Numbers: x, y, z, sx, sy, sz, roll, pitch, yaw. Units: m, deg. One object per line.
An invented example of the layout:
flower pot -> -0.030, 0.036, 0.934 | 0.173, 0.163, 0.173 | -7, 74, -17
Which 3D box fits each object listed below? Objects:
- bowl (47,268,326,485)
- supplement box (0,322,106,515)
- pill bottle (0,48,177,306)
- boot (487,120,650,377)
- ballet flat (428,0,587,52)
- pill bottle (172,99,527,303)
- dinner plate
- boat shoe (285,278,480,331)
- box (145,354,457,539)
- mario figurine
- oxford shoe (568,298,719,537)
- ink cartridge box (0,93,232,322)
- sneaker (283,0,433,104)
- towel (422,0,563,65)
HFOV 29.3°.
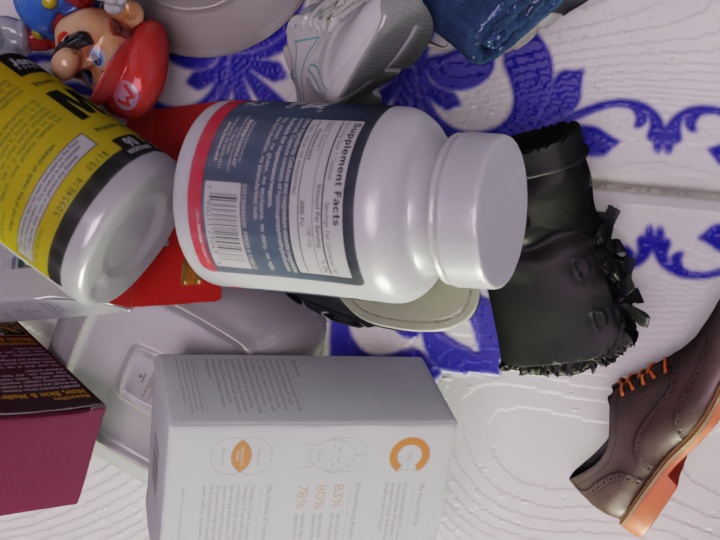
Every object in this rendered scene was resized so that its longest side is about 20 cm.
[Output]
bowl -> -0.146, 0.074, 1.039 | 0.198, 0.075, 0.202 | 29, 110, 6
supplement box -> -0.291, 0.090, 1.012 | 0.199, 0.109, 0.087 | 35, 113, 39
pill bottle -> -0.226, -0.076, 0.927 | 0.199, 0.114, 0.115 | 34, 109, 13
boot -> 0.095, -0.004, 0.965 | 0.196, 0.073, 0.165 | -12, 108, 22
ballet flat -> 0.076, -0.181, 0.925 | 0.197, 0.073, 0.074 | 7, 105, 19
pill bottle -> -0.004, -0.042, 0.849 | 0.197, 0.119, 0.122 | 6, 105, 25
dinner plate -> -0.119, -0.253, 0.979 | 0.197, 0.024, 0.204 | 3, 103, 13
boat shoe -> -0.001, 0.002, 0.939 | 0.197, 0.066, 0.076 | 10, 77, 27
box -> -0.046, 0.136, 0.967 | 0.197, 0.098, 0.126 | 2, 114, -15
mario figurine -> -0.218, -0.182, 0.965 | 0.106, 0.124, 0.200 | -44, 81, -8
oxford shoe -> 0.212, 0.089, 0.957 | 0.072, 0.071, 0.202 | 29, 109, 10
ink cartridge box -> -0.194, -0.051, 0.992 | 0.197, 0.050, 0.163 | -6, 68, 18
sneaker -> -0.014, -0.146, 0.902 | 0.070, 0.200, 0.081 | -29, 87, -20
towel -> 0.049, -0.229, 0.880 | 0.112, 0.049, 0.200 | -43, 65, 3
